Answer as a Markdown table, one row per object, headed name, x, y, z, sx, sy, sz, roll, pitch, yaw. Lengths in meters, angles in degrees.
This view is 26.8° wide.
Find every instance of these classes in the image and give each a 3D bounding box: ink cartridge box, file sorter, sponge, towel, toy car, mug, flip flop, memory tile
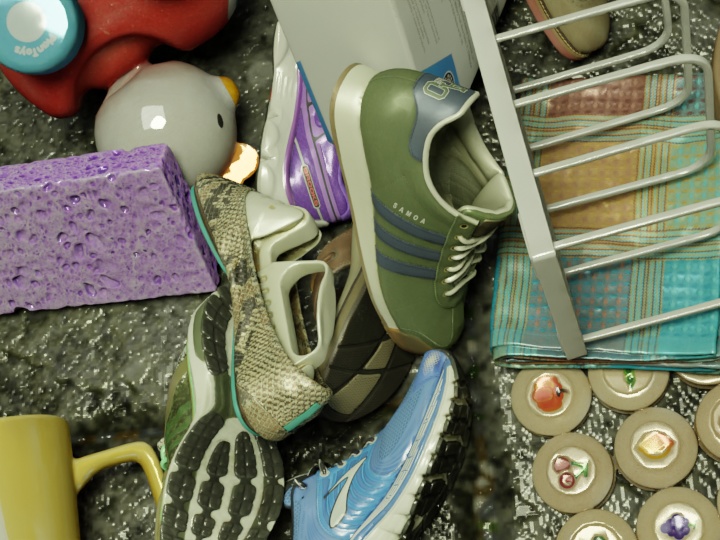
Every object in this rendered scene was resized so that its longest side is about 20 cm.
| name | x | y | z | sx | sy | sz | roll | pitch | yaw |
| --- | --- | --- | --- | --- | --- | --- | --- | --- | --- |
| ink cartridge box | 0.031 | -0.194 | 0.937 | 0.084 | 0.145 | 0.200 | 8 | 55 | 25 |
| file sorter | 0.145 | -0.078 | 0.878 | 0.124 | 0.139 | 0.200 | -16 | 61 | 7 |
| sponge | -0.203 | -0.023 | 0.998 | 0.199 | 0.112 | 0.030 | -6 | 44 | 13 |
| towel | 0.158 | -0.034 | 0.942 | 0.146 | 0.022 | 0.200 | 0 | 67 | 17 |
| toy car | -0.127 | -0.125 | 1.008 | 0.177 | 0.184 | 0.200 | -33 | 95 | 2 |
| mug | -0.219 | 0.177 | 0.921 | 0.186 | 0.149 | 0.154 | -21 | 75 | 15 |
| flip flop | 0.000 | 0.000 | 0.959 | 0.057 | 0.081 | 0.200 | -2 | 69 | 34 |
| memory tile | 0.181 | 0.129 | 0.893 | 0.153 | 0.017 | 0.200 | -17 | 68 | 9 |

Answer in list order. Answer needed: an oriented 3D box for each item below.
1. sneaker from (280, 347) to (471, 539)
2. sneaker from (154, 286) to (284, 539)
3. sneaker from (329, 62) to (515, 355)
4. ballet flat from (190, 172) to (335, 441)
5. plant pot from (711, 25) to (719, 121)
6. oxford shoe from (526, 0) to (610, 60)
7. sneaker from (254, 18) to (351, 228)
| name | x | y | z | sx | sy | sz | roll | pitch | yaw |
| --- | --- | --- | --- | --- | --- | --- | --- | --- | --- |
| sneaker | -0.002 | 0.131 | 0.909 | 0.089 | 0.079 | 0.200 | 27 | 81 | 19 |
| sneaker | -0.095 | 0.113 | 0.934 | 0.077 | 0.089 | 0.200 | 24 | 51 | -21 |
| sneaker | 0.049 | -0.028 | 0.885 | 0.090 | 0.201 | 0.067 | 6 | 38 | 32 |
| ballet flat | -0.051 | 0.008 | 0.919 | 0.075 | 0.068 | 0.200 | -30 | 52 | 20 |
| plant pot | 0.312 | -0.131 | 0.892 | 0.200 | 0.093 | 0.201 | -3 | 69 | 7 |
| oxford shoe | 0.136 | -0.226 | 0.941 | 0.075 | 0.200 | 0.070 | 1 | 32 | 33 |
| sneaker | -0.020 | -0.124 | 1.015 | 0.083 | 0.081 | 0.201 | 6 | 80 | -1 |
